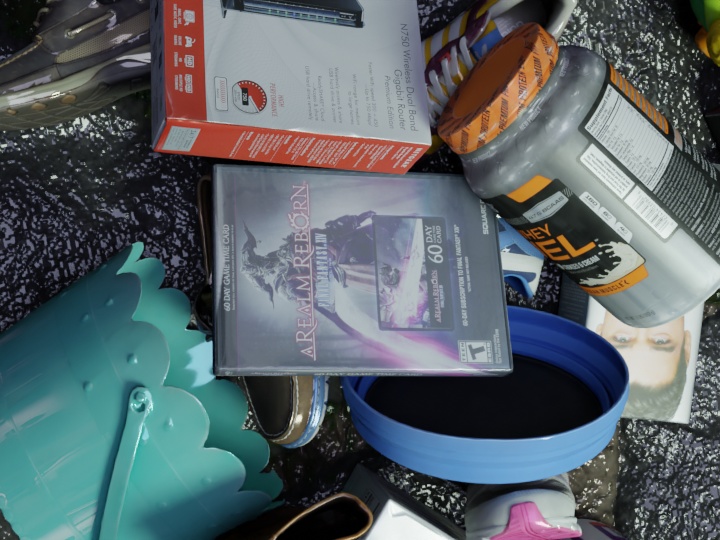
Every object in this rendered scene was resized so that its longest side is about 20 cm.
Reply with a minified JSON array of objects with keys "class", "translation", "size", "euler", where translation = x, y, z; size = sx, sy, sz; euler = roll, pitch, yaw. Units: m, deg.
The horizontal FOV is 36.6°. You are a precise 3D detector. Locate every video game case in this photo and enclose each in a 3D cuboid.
[{"class":"video game case","translation":[0.000,0.000,0.730],"size":[0.198,0.019,0.144],"euler":[2,69,-13]}]

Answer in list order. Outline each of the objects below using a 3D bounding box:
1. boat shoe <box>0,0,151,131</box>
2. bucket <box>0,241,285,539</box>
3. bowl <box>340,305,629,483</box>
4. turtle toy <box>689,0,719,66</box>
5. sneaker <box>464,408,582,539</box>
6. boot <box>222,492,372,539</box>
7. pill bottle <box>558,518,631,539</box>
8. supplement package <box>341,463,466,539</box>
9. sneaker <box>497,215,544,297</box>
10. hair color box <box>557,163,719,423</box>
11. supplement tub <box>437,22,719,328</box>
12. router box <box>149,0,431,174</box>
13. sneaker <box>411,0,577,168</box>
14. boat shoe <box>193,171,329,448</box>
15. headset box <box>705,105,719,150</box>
[{"class":"boat shoe","translation":[-0.190,-0.152,0.748],"size":[0.199,0.074,0.074],"euler":[-21,88,-19]},{"class":"bucket","translation":[-0.153,0.099,0.705],"size":[0.134,0.207,0.208],"euler":[-30,100,-1]},{"class":"bowl","translation":[0.085,0.082,0.760],"size":[0.199,0.201,0.040],"euler":[-6,114,-12]},{"class":"turtle toy","translation":[0.304,-0.244,0.832],"size":[0.145,0.101,0.202],"euler":[-15,97,-11]},{"class":"sneaker","translation":[0.107,0.141,0.771],"size":[0.081,0.200,0.089],"euler":[-9,89,4]},{"class":"boot","translation":[-0.087,0.208,0.663],"size":[0.187,0.200,0.069],"euler":[-27,83,-17]},{"class":"pill bottle","translation":[0.195,0.262,0.791],"size":[0.110,0.200,0.113],"euler":[-1,94,-12]},{"class":"supplement package","translation":[0.018,0.276,0.797],"size":[0.155,0.111,0.201],"euler":[33,87,-12]},{"class":"sneaker","translation":[0.049,-0.008,0.806],"size":[0.198,0.074,0.083],"euler":[-7,98,-11]},{"class":"hair color box","translation":[0.212,0.012,0.850],"size":[0.098,0.061,0.202],"euler":[6,93,-13]},{"class":"supplement tub","translation":[0.155,-0.064,0.733],"size":[0.200,0.122,0.123],"euler":[39,85,-16]},{"class":"router box","translation":[-0.050,-0.172,0.734],"size":[0.178,0.049,0.202],"euler":[3,69,-21]},{"class":"sneaker","translation":[0.070,-0.144,0.791],"size":[0.200,0.090,0.075],"euler":[-45,101,-7]},{"class":"boat shoe","translation":[-0.079,0.026,0.757],"size":[0.072,0.072,0.202],"euler":[0,72,-48]},{"class":"headset box","translation":[0.385,-0.096,0.874],"size":[0.199,0.077,0.150],"euler":[-29,99,-9]}]
